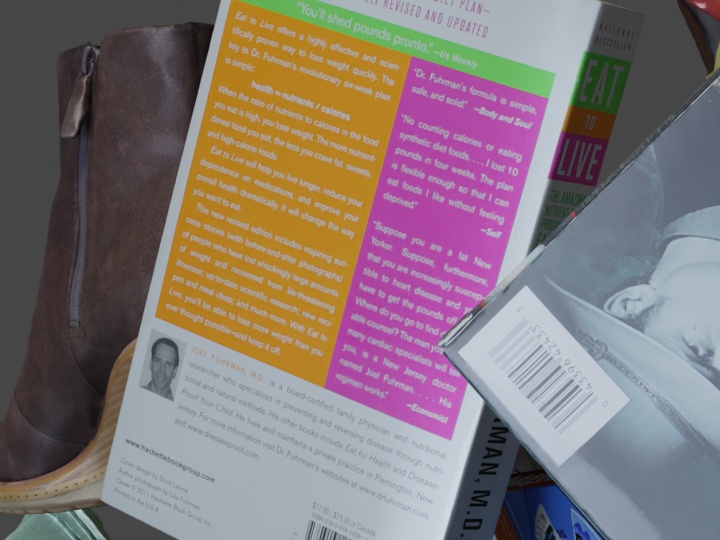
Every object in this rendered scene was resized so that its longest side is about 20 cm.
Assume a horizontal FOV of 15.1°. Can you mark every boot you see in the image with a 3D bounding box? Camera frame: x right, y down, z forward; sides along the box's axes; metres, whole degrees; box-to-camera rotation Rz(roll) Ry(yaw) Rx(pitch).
[{"bbox_3d":[-0.092,0.003,1.006,0.200,0.072,0.166,-15,80,57],"label":"boot"}]

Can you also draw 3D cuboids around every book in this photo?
[{"bbox_3d":[0.000,0.000,0.830,0.134,0.048,0.200,23,100,37],"label":"book"}]

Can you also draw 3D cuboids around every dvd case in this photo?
[{"bbox_3d":[0.134,0.005,0.660,0.200,0.022,0.146,-46,79,18],"label":"dvd case"}]

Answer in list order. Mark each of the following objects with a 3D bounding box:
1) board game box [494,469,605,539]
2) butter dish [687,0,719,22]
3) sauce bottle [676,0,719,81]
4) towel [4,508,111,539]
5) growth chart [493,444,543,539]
[{"bbox_3d":[0.111,0.151,0.831,0.103,0.019,0.200,-14,102,51],"label":"board game box"},{"bbox_3d":[0.175,-0.024,0.549,0.199,0.200,0.148,32,138,31],"label":"butter dish"},{"bbox_3d":[0.119,-0.057,0.704,0.066,0.066,0.200,-29,85,52],"label":"sauce bottle"},{"bbox_3d":[-0.105,0.200,1.125,0.200,0.023,0.153,60,142,11],"label":"towel"},{"bbox_3d":[0.029,0.050,0.901,0.145,0.018,0.200,-9,99,51],"label":"growth chart"}]
